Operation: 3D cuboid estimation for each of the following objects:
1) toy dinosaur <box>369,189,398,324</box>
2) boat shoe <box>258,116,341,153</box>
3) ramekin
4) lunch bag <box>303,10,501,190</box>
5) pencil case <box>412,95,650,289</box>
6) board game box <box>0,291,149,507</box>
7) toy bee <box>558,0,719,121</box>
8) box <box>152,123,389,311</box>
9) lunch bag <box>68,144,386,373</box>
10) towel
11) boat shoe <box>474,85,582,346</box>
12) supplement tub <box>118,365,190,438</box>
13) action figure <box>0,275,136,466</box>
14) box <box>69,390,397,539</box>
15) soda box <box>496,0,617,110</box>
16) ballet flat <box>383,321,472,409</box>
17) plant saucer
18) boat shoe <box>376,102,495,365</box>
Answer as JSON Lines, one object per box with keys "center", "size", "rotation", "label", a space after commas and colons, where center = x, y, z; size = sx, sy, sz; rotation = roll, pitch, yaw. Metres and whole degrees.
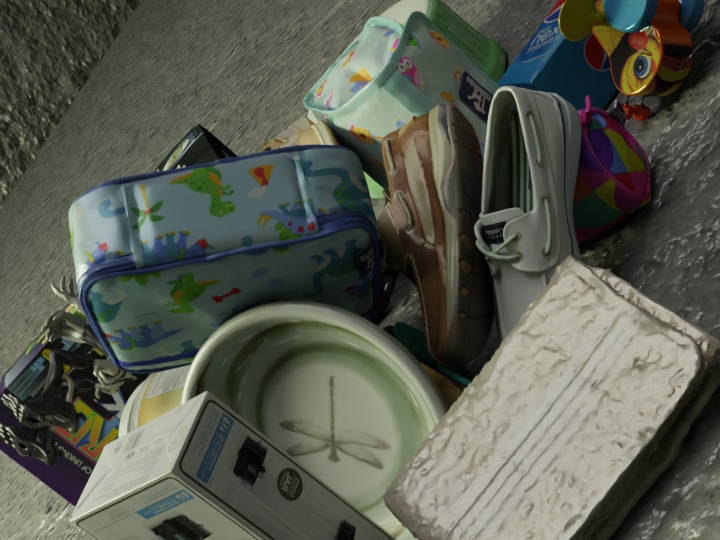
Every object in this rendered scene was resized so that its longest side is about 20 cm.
{"center": [0.000, 0.000, 1.129], "size": [0.200, 0.077, 0.103], "rotation": [-118, 33, -44], "label": "toy dinosaur"}
{"center": [-0.046, -0.082, 1.243], "size": [0.069, 0.074, 0.200], "rotation": [-34, 12, -4], "label": "boat shoe"}
{"center": [0.039, -0.179, 1.466], "size": [0.200, 0.098, 0.200], "rotation": [-41, 22, 21], "label": "ramekin"}
{"center": [0.058, -0.119, 1.211], "size": [0.122, 0.170, 0.200], "rotation": [-50, 15, -3], "label": "lunch bag"}
{"center": [0.120, -0.045, 1.083], "size": [0.200, 0.088, 0.089], "rotation": [-36, 24, 35], "label": "pencil case"}
{"center": [-0.207, 0.127, 1.284], "size": [0.165, 0.200, 0.057], "rotation": [-48, 18, 5], "label": "board game box"}
{"center": [0.204, -0.173, 1.107], "size": [0.200, 0.130, 0.109], "rotation": [-103, 32, -53], "label": "toy bee"}
{"center": [-0.088, -0.022, 1.302], "size": [0.086, 0.200, 0.164], "rotation": [-48, 20, 4], "label": "box"}
{"center": [-0.084, -0.003, 0.982], "size": [0.161, 0.199, 0.083], "rotation": [90, 167, -62], "label": "lunch bag"}
{"center": [0.111, 0.094, 0.857], "size": [0.200, 0.034, 0.132], "rotation": [-51, 44, -1], "label": "towel"}
{"center": [0.104, -0.025, 0.985], "size": [0.073, 0.067, 0.201], "rotation": [-16, 68, 46], "label": "boat shoe"}
{"center": [-0.088, 0.119, 1.133], "size": [0.200, 0.144, 0.145], "rotation": [-21, 34, 53], "label": "supplement tub"}
{"center": [-0.207, 0.052, 1.165], "size": [0.200, 0.102, 0.119], "rotation": [-49, -8, -34], "label": "action figure"}
{"center": [-0.063, 0.170, 0.910], "size": [0.117, 0.200, 0.060], "rotation": [-28, 30, 41], "label": "box"}
{"center": [0.203, -0.208, 1.223], "size": [0.200, 0.068, 0.064], "rotation": [-53, 21, -11], "label": "soda box"}
{"center": [0.047, 0.088, 1.029], "size": [0.063, 0.068, 0.200], "rotation": [-62, 18, 4], "label": "ballet flat"}
{"center": [-0.021, 0.109, 0.973], "size": [0.200, 0.200, 0.050], "rotation": [-37, 1, 30], "label": "plant saucer"}
{"center": [0.049, -0.022, 1.026], "size": [0.072, 0.076, 0.201], "rotation": [-14, 55, 20], "label": "boat shoe"}
